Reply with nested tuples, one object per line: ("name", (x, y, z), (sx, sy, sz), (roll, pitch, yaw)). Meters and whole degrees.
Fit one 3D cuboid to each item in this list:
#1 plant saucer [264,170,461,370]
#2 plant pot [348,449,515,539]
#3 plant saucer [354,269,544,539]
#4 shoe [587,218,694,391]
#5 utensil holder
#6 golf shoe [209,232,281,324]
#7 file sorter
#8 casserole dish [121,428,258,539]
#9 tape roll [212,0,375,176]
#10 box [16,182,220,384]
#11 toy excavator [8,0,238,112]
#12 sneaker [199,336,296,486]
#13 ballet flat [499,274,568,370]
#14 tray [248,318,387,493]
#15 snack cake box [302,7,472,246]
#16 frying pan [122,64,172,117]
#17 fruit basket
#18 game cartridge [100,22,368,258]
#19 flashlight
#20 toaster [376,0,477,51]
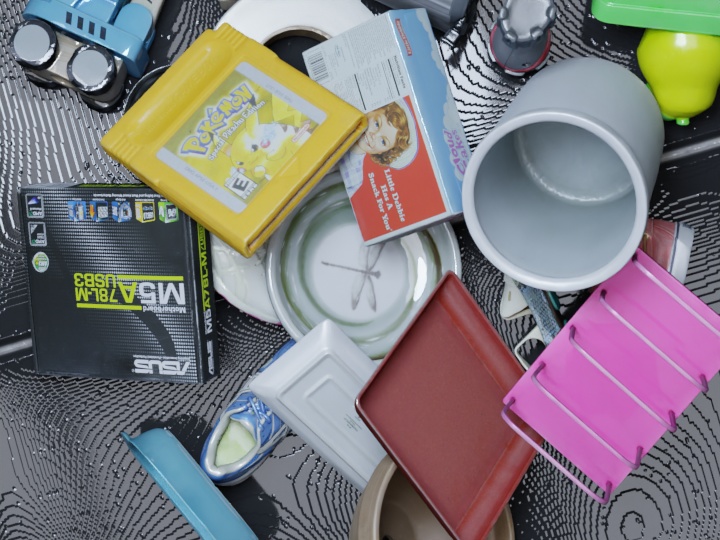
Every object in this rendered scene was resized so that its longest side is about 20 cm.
("plant saucer", (0.000, 0.000, 1.669), (0.198, 0.050, 0.202), (1, 85, -12))
("plant pot", (0.054, 0.267, 1.638), (0.092, 0.200, 0.203), (-14, 89, 44))
("plant saucer", (0.086, 0.137, 1.611), (0.037, 0.200, 0.201), (-17, 117, 45))
("shoe", (0.267, 0.044, 1.656), (0.090, 0.071, 0.202), (12, 87, 6))
("utensil holder", (0.198, -0.098, 1.568), (0.168, 0.200, 0.171), (7, 115, 15))
("golf shoe", (-0.122, -0.031, 1.658), (0.200, 0.075, 0.091), (44, 131, -8))
("file sorter", (0.242, 0.099, 1.558), (0.139, 0.125, 0.200), (40, 99, 6))
("casserole dish", (-0.162, 0.229, 1.667), (0.039, 0.121, 0.200), (-40, 88, -15))
("tape roll", (-0.061, -0.189, 1.676), (0.201, 0.037, 0.205), (0, 87, -4))
("box", (-0.240, 0.011, 1.656), (0.198, 0.047, 0.195), (2, 100, 23))
("toy excavator", (-0.232, -0.260, 1.682), (0.193, 0.100, 0.201), (23, 83, 2))
("sneaker", (-0.088, 0.139, 1.676), (0.076, 0.077, 0.201), (37, 91, 5))
("ballet flat", (0.176, 0.052, 1.662), (0.074, 0.074, 0.201), (-24, 87, 4))
("tray", (-0.007, 0.146, 1.648), (0.107, 0.022, 0.200), (-40, 116, 9))
("snack cake box", (0.033, -0.136, 1.596), (0.114, 0.067, 0.202), (-19, 88, 37))
("frying pan", (-0.151, -0.168, 1.699), (0.189, 0.031, 0.116), (-27, 97, -3))
("fruit basket", (0.324, -0.257, 1.632), (0.214, 0.156, 0.217), (5, 134, 5))
("game cartridge", (-0.121, -0.130, 1.582), (0.199, 0.032, 0.177), (35, 75, 24))
("flashlight", (0.153, -0.227, 1.594), (0.067, 0.200, 0.068), (-15, 90, 5))
("toaster", (0.071, -0.323, 1.639), (0.128, 0.114, 0.201), (22, 83, 8))
